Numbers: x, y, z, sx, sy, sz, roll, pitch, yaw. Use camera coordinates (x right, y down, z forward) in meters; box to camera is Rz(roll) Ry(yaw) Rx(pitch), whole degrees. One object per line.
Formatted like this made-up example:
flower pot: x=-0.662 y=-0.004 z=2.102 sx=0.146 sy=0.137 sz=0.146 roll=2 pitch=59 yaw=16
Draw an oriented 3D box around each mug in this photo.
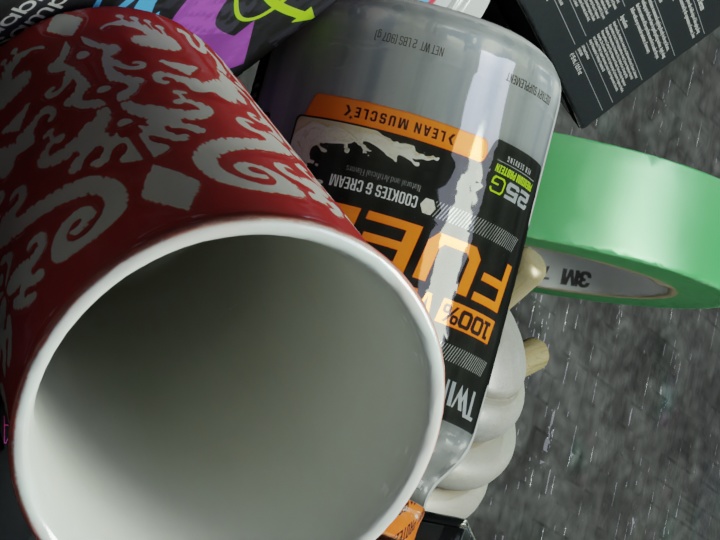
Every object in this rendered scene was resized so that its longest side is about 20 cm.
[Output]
mug: x=-0.071 y=0.020 z=0.950 sx=0.133 sy=0.200 sz=0.179 roll=5 pitch=115 yaw=-21

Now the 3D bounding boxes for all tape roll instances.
tape roll: x=0.075 y=-0.025 z=1.317 sx=0.200 sy=0.199 sz=0.049 roll=24 pitch=77 yaw=-62

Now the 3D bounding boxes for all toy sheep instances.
toy sheep: x=0.011 y=0.054 z=1.266 sx=0.200 sy=0.138 sz=0.138 roll=-50 pitch=166 yaw=27

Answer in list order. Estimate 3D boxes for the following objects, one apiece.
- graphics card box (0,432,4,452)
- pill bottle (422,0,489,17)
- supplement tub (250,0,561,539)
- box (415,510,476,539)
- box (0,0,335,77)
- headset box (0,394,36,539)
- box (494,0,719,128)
graphics card box: x=-0.188 y=-0.026 z=0.890 sx=0.051 sy=0.125 sz=0.201 roll=-42 pitch=132 yaw=-42
pill bottle: x=-0.017 y=-0.153 z=1.209 sx=0.200 sy=0.108 sz=0.110 roll=26 pitch=73 yaw=-62
supplement tub: x=0.000 y=0.000 z=1.144 sx=0.122 sy=0.122 sz=0.201 roll=28 pitch=74 yaw=-61
box: x=-0.054 y=0.180 z=1.162 sx=0.201 sy=0.158 sz=0.046 roll=-65 pitch=149 yaw=-29
box: x=-0.100 y=-0.095 z=1.043 sx=0.200 sy=0.143 sz=0.036 roll=13 pitch=45 yaw=-62
headset box: x=-0.145 y=0.139 z=1.035 sx=0.174 sy=0.092 sz=0.201 roll=15 pitch=83 yaw=-62
box: x=0.128 y=-0.167 z=1.411 sx=0.141 sy=0.079 sz=0.200 roll=-34 pitch=159 yaw=2
